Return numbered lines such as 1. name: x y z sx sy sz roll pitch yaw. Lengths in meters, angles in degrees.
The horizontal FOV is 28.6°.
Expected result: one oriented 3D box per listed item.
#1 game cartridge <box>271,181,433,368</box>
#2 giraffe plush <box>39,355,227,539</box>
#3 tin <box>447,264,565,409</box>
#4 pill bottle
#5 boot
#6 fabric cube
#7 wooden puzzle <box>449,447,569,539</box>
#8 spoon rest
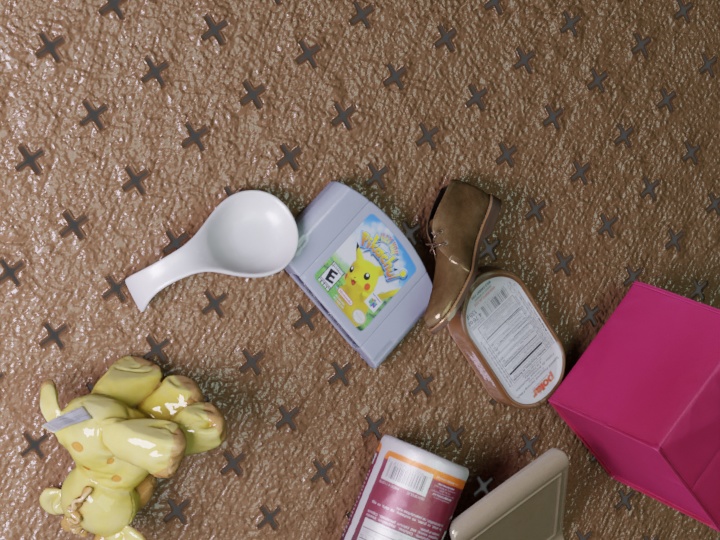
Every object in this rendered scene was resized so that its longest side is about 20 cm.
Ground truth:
1. game cartridge: 0.000 0.000 1.649 0.134 0.040 0.200 -50 116 -19
2. giraffe plush: -0.254 0.207 1.482 0.199 0.172 0.163 -9 123 -38
3. tin: 0.183 0.085 1.760 0.112 0.042 0.201 -41 114 -14
4. pill bottle: 0.042 0.306 1.666 0.114 0.114 0.201 25 84 -29
5. boot: 0.101 -0.019 1.670 0.075 0.074 0.201 30 59 -17
6. fabric cube: 0.399 0.168 1.780 0.200 0.196 0.200 -52 128 -13
7. wooden puzzle: 0.182 0.327 1.759 0.184 0.037 0.201 -32 138 -23
8. spoon rest: -0.156 -0.019 1.539 0.199 0.061 0.100 -28 85 -21
